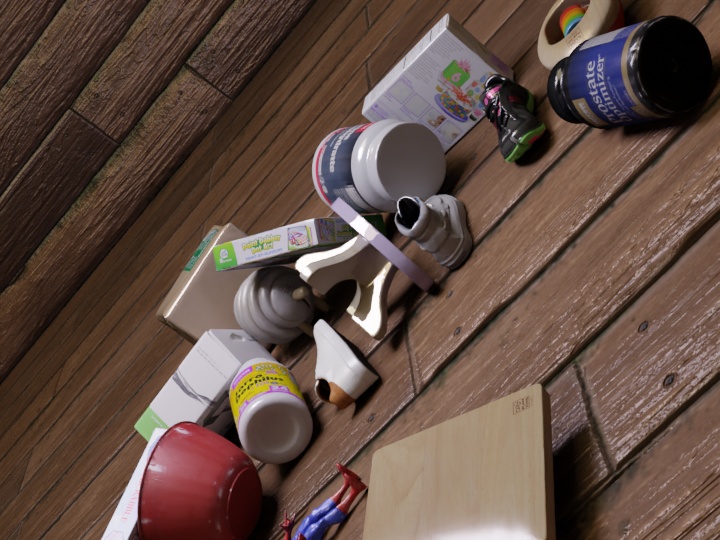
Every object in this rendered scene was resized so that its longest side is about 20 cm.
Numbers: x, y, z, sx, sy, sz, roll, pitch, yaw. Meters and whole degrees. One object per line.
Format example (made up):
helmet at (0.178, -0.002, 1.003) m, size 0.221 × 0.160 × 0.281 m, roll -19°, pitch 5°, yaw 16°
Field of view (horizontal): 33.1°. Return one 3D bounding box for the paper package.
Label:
paper package at (-0.219, 0.050, 2.059) m, size 0.200 × 0.190 × 0.103 m, roll -57°, pitch 20°, yaw -12°

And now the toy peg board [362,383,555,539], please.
toy peg board at (0.111, 0.239, 1.152) m, size 0.199 × 0.098 × 0.200 m, roll -26°, pitch 30°, yaw 24°

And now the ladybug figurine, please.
ladybug figurine at (0.305, -0.322, 1.641) m, size 0.136 × 0.072 × 0.200 m, roll -45°, pitch 21°, yaw 27°

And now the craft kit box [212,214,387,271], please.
craft kit box at (-0.092, -0.043, 1.877) m, size 0.197 × 0.049 × 0.200 m, roll -11°, pitch -2°, yaw 31°

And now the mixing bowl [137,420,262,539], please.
mixing bowl at (-0.202, 0.307, 1.635) m, size 0.108 × 0.200 × 0.201 m, roll 2°, pitch 49°, yaw 24°

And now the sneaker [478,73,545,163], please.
sneaker at (0.201, -0.214, 1.683) m, size 0.077 × 0.084 × 0.200 m, roll -47°, pitch 20°, yaw 20°

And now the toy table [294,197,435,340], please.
toy table at (0.000, 0.000, 1.679) m, size 0.117 × 0.184 × 0.200 m, roll -49°, pitch 42°, yaw 1°

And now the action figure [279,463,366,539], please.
action figure at (-0.071, 0.327, 1.465) m, size 0.200 × 0.052 × 0.065 m, roll -57°, pitch 23°, yaw -1°

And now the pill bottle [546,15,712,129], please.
pill bottle at (0.306, -0.225, 1.414) m, size 0.112 × 0.112 × 0.200 m, roll -59°, pitch 19°, yaw -13°

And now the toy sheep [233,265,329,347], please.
toy sheep at (-0.130, 0.055, 1.930) m, size 0.200 × 0.138 × 0.138 m, roll -28°, pitch 32°, yaw 52°

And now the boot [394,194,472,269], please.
boot at (0.094, -0.078, 1.686) m, size 0.074 × 0.095 × 0.200 m, roll -49°, pitch 20°, yaw 12°

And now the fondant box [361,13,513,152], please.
fondant box at (0.120, -0.277, 1.888) m, size 0.200 × 0.144 × 0.058 m, roll -42°, pitch 20°, yaw 31°

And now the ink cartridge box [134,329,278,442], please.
ink cartridge box at (-0.241, 0.195, 1.920) m, size 0.200 × 0.084 × 0.145 m, roll -52°, pitch -18°, yaw 12°

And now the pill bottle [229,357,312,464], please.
pill bottle at (-0.134, 0.194, 1.746) m, size 0.104 × 0.104 × 0.200 m, roll -52°, pitch 19°, yaw 5°

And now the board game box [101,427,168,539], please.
board game box at (-0.269, 0.356, 1.673) m, size 0.041 × 0.200 × 0.200 m, roll 4°, pitch 52°, yaw 24°

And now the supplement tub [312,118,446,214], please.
supplement tub at (0.026, -0.157, 1.853) m, size 0.200 × 0.140 × 0.141 m, roll 1°, pitch 57°, yaw 61°

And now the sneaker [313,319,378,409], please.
sneaker at (-0.043, 0.131, 1.685) m, size 0.085 × 0.073 × 0.200 m, roll -50°, pitch 21°, yaw 4°
